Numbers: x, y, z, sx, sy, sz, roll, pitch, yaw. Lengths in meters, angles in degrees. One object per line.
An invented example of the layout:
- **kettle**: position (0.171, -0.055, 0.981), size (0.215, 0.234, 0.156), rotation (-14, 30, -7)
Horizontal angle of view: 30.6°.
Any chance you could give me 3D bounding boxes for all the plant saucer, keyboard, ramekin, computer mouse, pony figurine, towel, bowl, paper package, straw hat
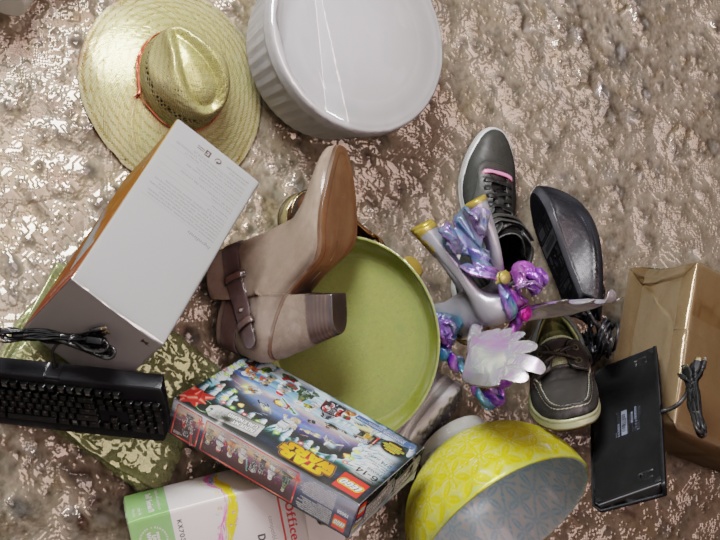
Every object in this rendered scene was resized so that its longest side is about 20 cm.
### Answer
- **plant saucer**: position (-0.013, 0.068, 1.270), size (0.031, 0.197, 0.203), rotation (2, 88, -68)
- **keyboard**: position (0.283, 0.146, 1.278), size (0.021, 0.126, 0.201), rotation (52, 28, -26)
- **ramekin**: position (-0.024, -0.224, 1.312), size (0.200, 0.094, 0.205), rotation (6, 79, -32)
- **keyboard**: position (-0.262, 0.095, 1.129), size (0.197, 0.128, 0.021), rotation (4, 38, 8)
- **computer mouse**: position (0.236, 0.000, 1.401), size (0.052, 0.139, 0.202), rotation (-17, 79, -6)
- **pony figurine**: position (0.127, 0.036, 1.260), size (0.166, 0.193, 0.202), rotation (-29, 93, -31)
- **towel**: position (-0.233, 0.099, 1.222), size (0.199, 0.036, 0.149), rotation (36, 70, -14)
- **bowl**: position (0.117, 0.210, 1.306), size (0.198, 0.201, 0.108), rotation (-16, 52, -25)
- **paper package**: position (0.378, 0.108, 1.435), size (0.198, 0.103, 0.193), rotation (22, 73, -32)
- **straw hat**: position (-0.167, -0.185, 1.260), size (0.199, 0.085, 0.204), rotation (3, 82, -23)

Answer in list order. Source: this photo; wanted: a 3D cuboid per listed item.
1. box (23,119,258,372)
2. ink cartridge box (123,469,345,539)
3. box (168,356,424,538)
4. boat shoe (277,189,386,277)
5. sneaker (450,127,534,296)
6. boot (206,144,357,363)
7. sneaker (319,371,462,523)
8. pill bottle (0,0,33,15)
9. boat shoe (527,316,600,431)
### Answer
- **box**: position (-0.194, -0.014, 1.176), size (0.097, 0.124, 0.201), rotation (37, 52, -14)
- **ink cartridge box**: position (-0.107, 0.246, 1.205), size (0.197, 0.067, 0.119), rotation (-13, 102, -11)
- **box**: position (-0.058, 0.153, 1.195), size (0.198, 0.040, 0.137), rotation (26, 26, 19)
- **boat shoe**: position (0.000, -0.001, 1.320), size (0.200, 0.067, 0.072), rotation (47, 68, -12)
- **sneaker**: position (0.148, -0.060, 1.377), size (0.070, 0.099, 0.203), rotation (13, 77, -20)
- **boot**: position (-0.080, -0.014, 1.249), size (0.070, 0.145, 0.203), rotation (19, 71, -57)
- **sneaker**: position (0.011, 0.169, 1.316), size (0.082, 0.075, 0.200), rotation (39, 70, 21)
- **pill bottle**: position (-0.299, -0.342, 1.208), size (0.114, 0.114, 0.202), rotation (31, 72, -17)
- **boat shoe**: position (0.199, 0.097, 1.331), size (0.071, 0.201, 0.067), rotation (-9, 108, 7)
